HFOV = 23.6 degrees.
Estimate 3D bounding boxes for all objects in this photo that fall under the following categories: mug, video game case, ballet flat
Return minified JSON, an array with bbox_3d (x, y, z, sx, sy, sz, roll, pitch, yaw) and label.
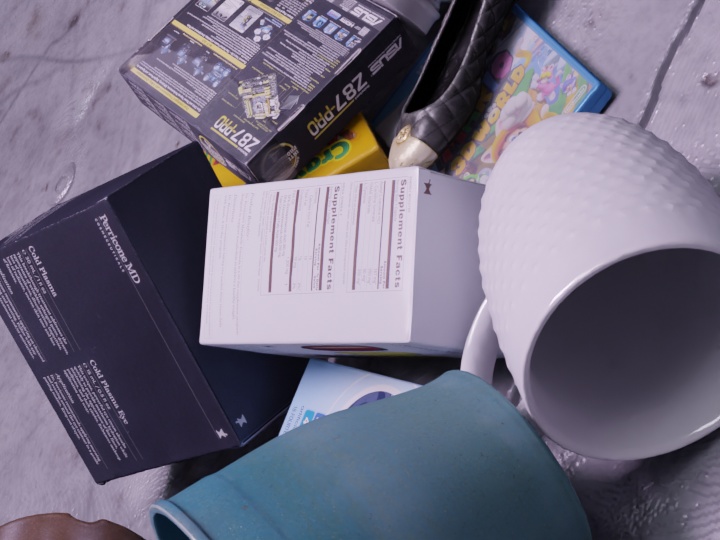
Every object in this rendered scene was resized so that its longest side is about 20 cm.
[{"bbox_3d":[0.124,0.013,0.988,0.201,0.147,0.176,-52,30,24],"label":"mug"},{"bbox_3d":[0.088,-0.115,1.240,0.144,0.018,0.200,-52,34,13],"label":"video game case"},{"bbox_3d":[0.063,-0.158,1.237,0.066,0.057,0.202,10,73,55],"label":"ballet flat"}]

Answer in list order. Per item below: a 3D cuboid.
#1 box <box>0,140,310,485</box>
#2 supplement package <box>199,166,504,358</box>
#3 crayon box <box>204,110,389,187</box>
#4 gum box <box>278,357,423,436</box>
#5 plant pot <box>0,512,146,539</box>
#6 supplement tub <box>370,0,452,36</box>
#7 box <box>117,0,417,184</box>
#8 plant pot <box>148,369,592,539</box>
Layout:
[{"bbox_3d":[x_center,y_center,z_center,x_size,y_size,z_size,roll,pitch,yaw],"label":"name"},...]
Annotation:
[{"bbox_3d":[-0.158,0.036,1.269,0.181,0.201,0.104,-18,14,45],"label":"box"},{"bbox_3d":[0.000,0.000,1.145,0.199,0.113,0.111,-3,81,46],"label":"supplement package"},{"bbox_3d":[-0.050,-0.087,1.320,0.126,0.051,0.201,-31,45,3],"label":"crayon box"},{"bbox_3d":[0.004,0.155,1.120,0.199,0.044,0.171,8,73,55],"label":"gum box"},{"bbox_3d":[-0.210,0.288,1.181,0.200,0.200,0.199,-34,34,32],"label":"plant pot"},{"bbox_3d":[0.052,-0.295,1.309,0.201,0.144,0.144,-57,34,3],"label":"supplement tub"},{"bbox_3d":[-0.075,-0.160,1.325,0.161,0.049,0.200,-44,45,-11],"label":"box"},{"bbox_3d":[0.016,0.158,0.940,0.187,0.201,0.200,-34,30,-17],"label":"plant pot"}]
